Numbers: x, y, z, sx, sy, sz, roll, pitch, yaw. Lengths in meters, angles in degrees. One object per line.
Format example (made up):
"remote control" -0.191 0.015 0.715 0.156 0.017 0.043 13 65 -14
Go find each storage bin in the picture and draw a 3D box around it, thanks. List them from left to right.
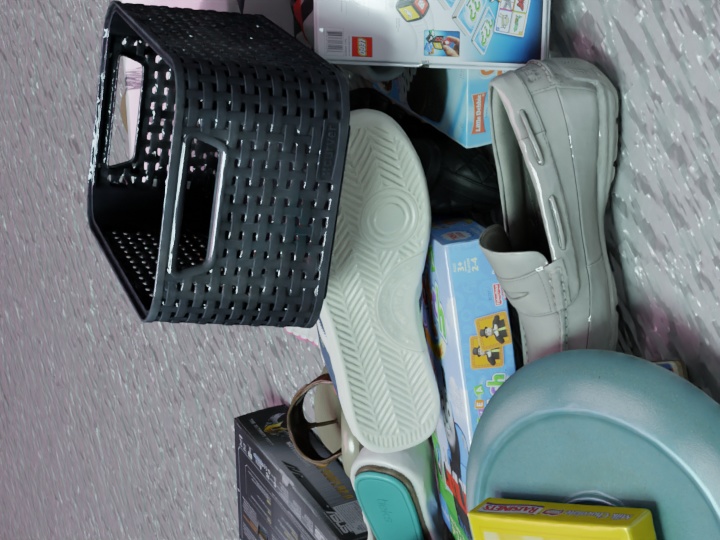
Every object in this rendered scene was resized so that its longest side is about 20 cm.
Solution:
"storage bin" -0.083 -0.062 0.926 0.200 0.093 0.136 -135 51 -63

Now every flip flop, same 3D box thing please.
"flip flop" -0.022 0.107 1.193 0.200 0.057 0.082 -137 38 -83

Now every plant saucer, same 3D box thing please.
"plant saucer" 0.128 0.138 0.858 0.199 0.027 0.202 19 120 35

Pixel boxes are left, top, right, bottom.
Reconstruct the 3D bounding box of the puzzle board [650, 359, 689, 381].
"puzzle board" 0.149 0.151 0.924 0.150 0.017 0.202 -13 89 66

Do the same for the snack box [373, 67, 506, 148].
"snack box" 0.047 -0.183 0.959 0.116 0.037 0.202 40 137 54

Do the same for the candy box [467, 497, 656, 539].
"candy box" 0.119 0.214 0.862 0.102 0.026 0.202 -2 107 45

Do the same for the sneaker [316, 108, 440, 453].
"sneaker" 0.000 0.000 0.968 0.085 0.074 0.202 -121 25 -65

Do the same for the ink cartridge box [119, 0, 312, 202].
"ink cartridge box" -0.085 -0.146 1.102 0.083 0.145 0.202 4 105 24

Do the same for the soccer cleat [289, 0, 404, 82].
"soccer cleat" 0.002 -0.195 0.935 0.085 0.068 0.201 45 145 37

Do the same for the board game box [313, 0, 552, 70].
"board game box" 0.038 -0.203 0.868 0.035 0.125 0.202 -72 -16 -63

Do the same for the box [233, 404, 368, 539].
"box" -0.037 0.221 1.330 0.200 0.048 0.160 41 138 54

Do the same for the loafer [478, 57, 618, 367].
"loafer" 0.094 -0.010 0.892 0.070 0.069 0.202 -151 55 -65

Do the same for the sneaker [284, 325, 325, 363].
"sneaker" -0.007 0.007 1.121 0.200 0.073 0.088 -141 53 -74

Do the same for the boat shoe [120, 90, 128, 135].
"boat shoe" -0.099 -0.057 1.243 0.201 0.065 0.072 57 144 -2

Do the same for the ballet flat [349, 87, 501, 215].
"ballet flat" 0.022 -0.068 1.059 0.067 0.056 0.200 -63 27 7

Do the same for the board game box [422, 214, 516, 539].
"board game box" 0.064 0.070 0.999 0.151 0.036 0.202 -130 32 -79

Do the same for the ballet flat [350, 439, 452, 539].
"ballet flat" 0.035 0.173 1.125 0.070 0.069 0.201 52 159 44
